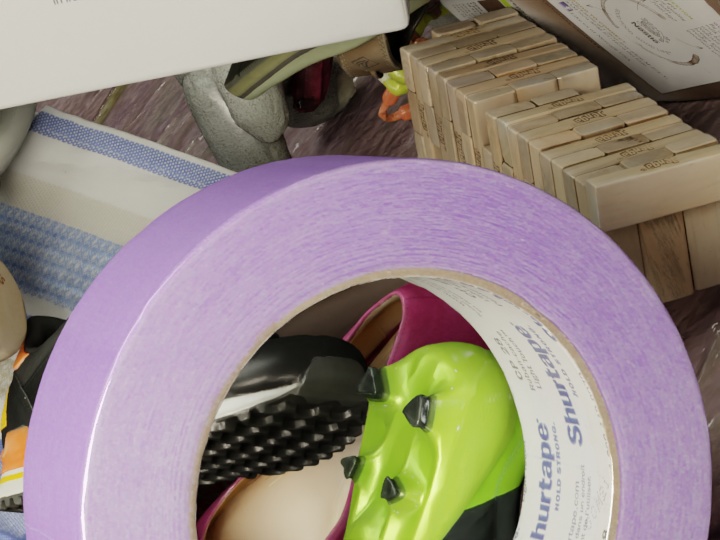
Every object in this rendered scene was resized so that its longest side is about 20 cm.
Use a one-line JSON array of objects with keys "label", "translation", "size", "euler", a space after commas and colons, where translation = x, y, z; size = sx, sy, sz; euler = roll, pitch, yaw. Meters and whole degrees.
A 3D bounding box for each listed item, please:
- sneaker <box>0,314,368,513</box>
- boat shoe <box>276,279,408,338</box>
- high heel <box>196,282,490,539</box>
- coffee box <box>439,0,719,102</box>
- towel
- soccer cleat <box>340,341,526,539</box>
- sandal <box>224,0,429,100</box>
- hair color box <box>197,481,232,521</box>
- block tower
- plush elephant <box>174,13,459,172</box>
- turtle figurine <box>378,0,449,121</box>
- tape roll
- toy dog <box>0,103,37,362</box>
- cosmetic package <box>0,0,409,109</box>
[{"label": "sneaker", "translation": [-0.072, 0.033, 1.062], "size": [0.200, 0.070, 0.090], "euler": [-22, 66, 50]}, {"label": "boat shoe", "translation": [0.000, 0.000, 1.166], "size": [0.200, 0.060, 0.072], "euler": [-38, 6, -16]}, {"label": "high heel", "translation": [-0.026, 0.078, 1.074], "size": [0.200, 0.096, 0.067], "euler": [-36, 58, 18]}, {"label": "coffee box", "translation": [0.129, -0.131, 1.149], "size": [0.114, 0.080, 0.200], "euler": [-54, 19, -12]}, {"label": "towel", "translation": [-0.127, 0.025, 1.202], "size": [0.147, 0.024, 0.200], "euler": [18, 60, 22]}, {"label": "soccer cleat", "translation": [0.014, 0.120, 0.970], "size": [0.068, 0.081, 0.200], "euler": [36, 108, 52]}, {"label": "sandal", "translation": [0.008, -0.107, 1.197], "size": [0.201, 0.057, 0.080], "euler": [-17, 43, 53]}, {"label": "hair color box", "translation": [-0.074, 0.058, 1.282], "size": [0.200, 0.064, 0.111], "euler": [-19, 37, 54]}, {"label": "block tower", "translation": [0.073, -0.042, 1.081], "size": [0.054, 0.058, 0.200], "euler": [-17, 23, -14]}, {"label": "plush elephant", "translation": [-0.018, -0.142, 1.389], "size": [0.155, 0.200, 0.165], "euler": [-26, 19, 20]}, {"label": "turtle figurine", "translation": [0.058, -0.167, 1.291], "size": [0.200, 0.064, 0.161], "euler": [-46, -20, -8]}, {"label": "tape roll", "translation": [0.003, 0.066, 0.879], "size": [0.200, 0.200, 0.066], "euler": [-54, 20, -11]}, {"label": "toy dog", "translation": [-0.186, -0.032, 1.159], "size": [0.132, 0.096, 0.200], "euler": [-33, 32, 7]}, {"label": "cosmetic package", "translation": [-0.088, -0.171, 1.139], "size": [0.199, 0.123, 0.200], "euler": [-10, 35, 8]}]
